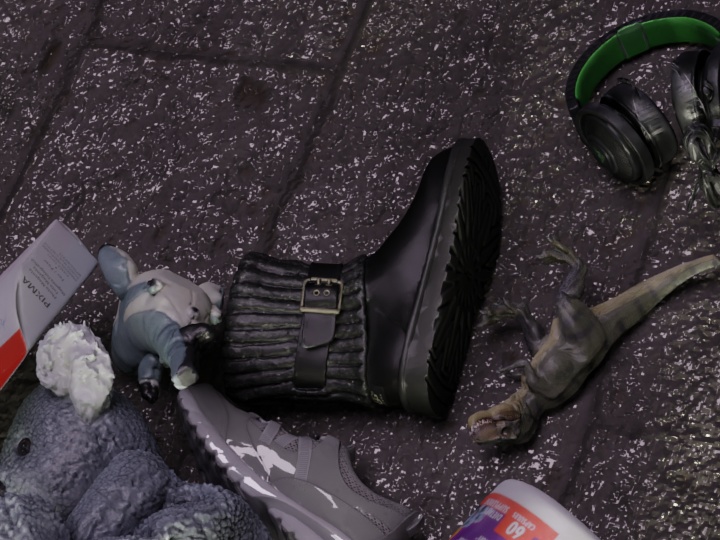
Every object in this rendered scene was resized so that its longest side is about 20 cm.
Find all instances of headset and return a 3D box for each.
[{"bbox_3d":[0.203,-0.113,1.644,0.123,0.094,0.200,-25,41,5],"label":"headset"}]

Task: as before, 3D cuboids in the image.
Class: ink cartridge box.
[{"bbox_3d":[-0.268,0.067,1.638,0.163,0.057,0.200,-41,5,29],"label":"ink cartridge box"}]

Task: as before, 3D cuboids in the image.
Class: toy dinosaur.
[{"bbox_3d":[0.133,0.034,1.606,0.200,0.047,0.088,-41,67,-9],"label":"toy dinosaur"}]

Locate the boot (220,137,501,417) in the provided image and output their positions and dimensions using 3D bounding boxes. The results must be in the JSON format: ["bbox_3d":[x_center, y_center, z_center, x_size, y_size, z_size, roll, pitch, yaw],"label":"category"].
[{"bbox_3d":[-0.001,-0.001,1.659,0.158,0.079,0.211,5,60,24],"label":"boot"}]

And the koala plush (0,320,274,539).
[{"bbox_3d":[-0.165,0.148,1.578,0.183,0.178,0.200,-16,50,-14],"label":"koala plush"}]

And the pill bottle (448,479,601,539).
[{"bbox_3d":[0.062,0.231,1.458,0.111,0.111,0.200,34,74,35],"label":"pill bottle"}]

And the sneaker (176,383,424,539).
[{"bbox_3d":[-0.042,0.135,1.601,0.082,0.075,0.200,-36,58,-22],"label":"sneaker"}]

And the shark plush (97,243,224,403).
[{"bbox_3d":[-0.122,0.051,1.631,0.200,0.091,0.083,31,100,61],"label":"shark plush"}]
